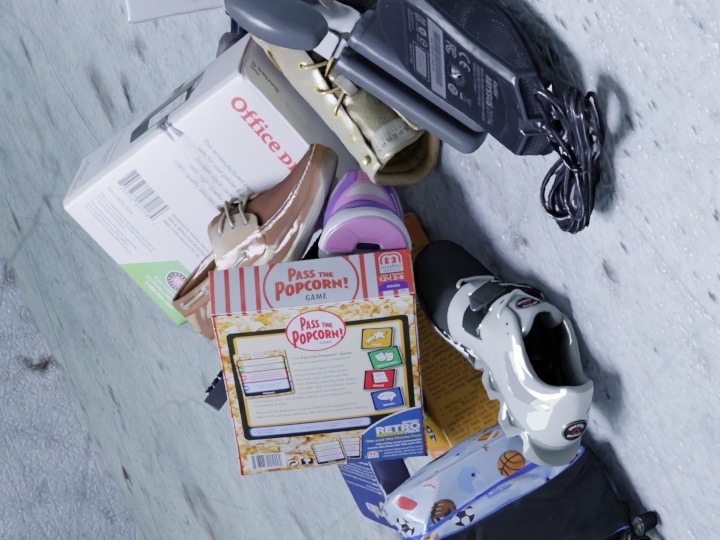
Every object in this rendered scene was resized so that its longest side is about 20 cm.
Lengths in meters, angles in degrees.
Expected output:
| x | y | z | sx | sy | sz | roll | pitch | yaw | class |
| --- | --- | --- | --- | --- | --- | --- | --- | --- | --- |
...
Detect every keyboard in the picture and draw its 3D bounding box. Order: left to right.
| x | y | z | sx | sy | sz | roll | pitch | yaw | class |
| --- | --- | --- | --- | --- | --- | --- | --- | --- | --- |
| -0.063 | 0.027 | 1.718 | 0.021 | 0.201 | 0.127 | 35 | -178 | -7 | keyboard |

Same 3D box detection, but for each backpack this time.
| x | y | z | sx | sy | sz | roll | pitch | yaw | class |
| --- | --- | --- | --- | --- | --- | --- | --- | --- | --- |
| 0.100 | 0.202 | 1.621 | 0.155 | 0.199 | 0.191 | 63 | 169 | 13 | backpack |

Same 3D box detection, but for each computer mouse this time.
| x | y | z | sx | sy | sz | roll | pitch | yaw | class |
| --- | --- | --- | --- | --- | --- | --- | --- | --- | --- |
| 0.092 | -0.125 | 1.379 | 0.200 | 0.053 | 0.139 | 43 | 159 | 23 | computer mouse |

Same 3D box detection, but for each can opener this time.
| x | y | z | sx | sy | sz | roll | pitch | yaw | class |
| --- | --- | --- | --- | --- | --- | --- | --- | --- | --- |
| -0.002 | -0.139 | 1.454 | 0.199 | 0.067 | 0.053 | 34 | 142 | 3 | can opener |

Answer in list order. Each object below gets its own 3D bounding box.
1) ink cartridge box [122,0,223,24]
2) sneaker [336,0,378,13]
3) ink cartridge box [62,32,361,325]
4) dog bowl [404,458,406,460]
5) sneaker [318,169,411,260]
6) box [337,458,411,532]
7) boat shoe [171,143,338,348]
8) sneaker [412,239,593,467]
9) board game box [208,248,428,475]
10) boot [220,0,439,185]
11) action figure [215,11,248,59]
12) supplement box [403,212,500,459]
| x | y | z | sx | sy | sz | roll | pitch | yaw | class |
| --- | --- | --- | --- | --- | --- | --- | --- | --- | --- |
| -0.169 | -0.326 | 1.696 | 0.176 | 0.083 | 0.201 | -110 | 10 | -59 | ink cartridge box |
| -0.023 | -0.223 | 1.485 | 0.066 | 0.090 | 0.201 | 28 | 142 | 63 | sneaker |
| -0.115 | -0.073 | 1.720 | 0.146 | 0.199 | 0.084 | 47 | -154 | -19 | ink cartridge box |
| 0.008 | 0.068 | 1.844 | 0.201 | 0.073 | 0.201 | 56 | 164 | 25 | dog bowl |
| 0.000 | 0.000 | 1.643 | 0.201 | 0.080 | 0.089 | 98 | 172 | -47 | sneaker |
| -0.013 | 0.119 | 1.795 | 0.201 | 0.032 | 0.121 | 66 | 165 | -7 | box |
| -0.084 | -0.022 | 1.654 | 0.071 | 0.200 | 0.076 | 30 | -151 | -8 | boat shoe |
| 0.111 | 0.037 | 1.545 | 0.200 | 0.074 | 0.089 | 54 | 143 | 30 | sneaker |
| -0.029 | 0.073 | 1.619 | 0.201 | 0.150 | 0.047 | 85 | 179 | -49 | board game box |
| -0.018 | -0.145 | 1.551 | 0.156 | 0.073 | 0.200 | 53 | -177 | 24 | boot |
| -0.089 | -0.112 | 1.775 | 0.200 | 0.104 | 0.194 | 49 | 127 | 15 | action figure |
| 0.053 | 0.058 | 1.724 | 0.201 | 0.069 | 0.067 | 61 | 164 | -1 | supplement box |
